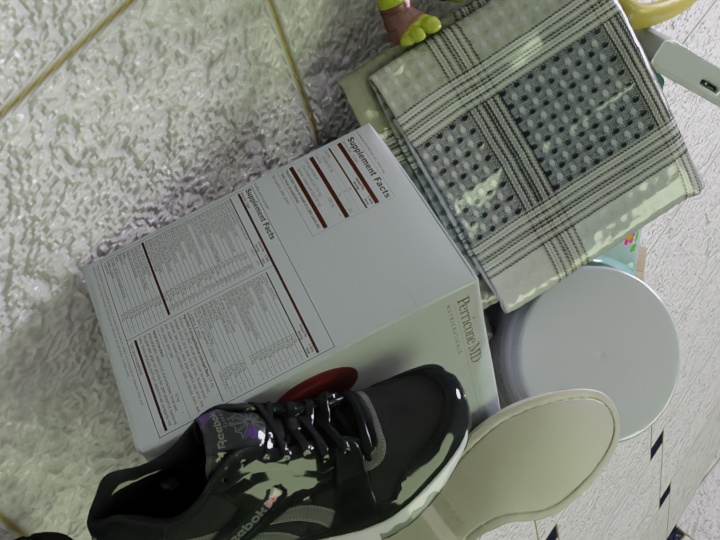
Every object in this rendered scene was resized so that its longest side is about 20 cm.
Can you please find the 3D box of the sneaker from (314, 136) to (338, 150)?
[{"bbox_3d":[0.000,0.000,0.738,0.073,0.081,0.202,-42,144,-32],"label":"sneaker"}]

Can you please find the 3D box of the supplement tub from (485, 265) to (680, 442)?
[{"bbox_3d":[0.157,0.070,0.781,0.133,0.131,0.200,-57,-176,-8],"label":"supplement tub"}]

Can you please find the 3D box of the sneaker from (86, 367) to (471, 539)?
[{"bbox_3d":[-0.038,0.098,0.475,0.198,0.076,0.088,-29,134,-3],"label":"sneaker"}]

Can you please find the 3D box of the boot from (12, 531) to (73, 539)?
[{"bbox_3d":[-0.226,0.275,0.605,0.211,0.079,0.159,-42,137,-13],"label":"boot"}]

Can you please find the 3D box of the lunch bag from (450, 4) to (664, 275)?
[{"bbox_3d":[0.132,-0.094,0.744,0.198,0.121,0.173,15,83,-37],"label":"lunch bag"}]

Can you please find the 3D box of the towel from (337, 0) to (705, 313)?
[{"bbox_3d":[0.109,-0.088,0.646,0.198,0.035,0.194,-29,101,2],"label":"towel"}]

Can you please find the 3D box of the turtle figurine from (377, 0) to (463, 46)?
[{"bbox_3d":[0.009,-0.226,0.597,0.201,0.064,0.162,-54,129,-34],"label":"turtle figurine"}]

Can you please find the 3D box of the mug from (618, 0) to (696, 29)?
[{"bbox_3d":[0.156,-0.272,0.690,0.152,0.186,0.151,-27,133,-31],"label":"mug"}]

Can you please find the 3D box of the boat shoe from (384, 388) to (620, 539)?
[{"bbox_3d":[0.071,0.133,0.606,0.198,0.063,0.073,-31,96,-9],"label":"boat shoe"}]

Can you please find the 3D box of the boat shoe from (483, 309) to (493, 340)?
[{"bbox_3d":[0.025,0.088,0.770,0.199,0.070,0.071,-41,152,21],"label":"boat shoe"}]

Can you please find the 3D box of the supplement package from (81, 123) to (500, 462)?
[{"bbox_3d":[-0.033,0.058,0.606,0.198,0.148,0.192,-27,140,-6],"label":"supplement package"}]

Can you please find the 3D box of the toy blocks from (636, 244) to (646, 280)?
[{"bbox_3d":[0.199,0.041,0.929,0.134,0.100,0.204,11,83,-19],"label":"toy blocks"}]

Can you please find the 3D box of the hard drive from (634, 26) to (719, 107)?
[{"bbox_3d":[0.218,-0.189,0.775,0.130,0.200,0.027,16,113,-34],"label":"hard drive"}]
